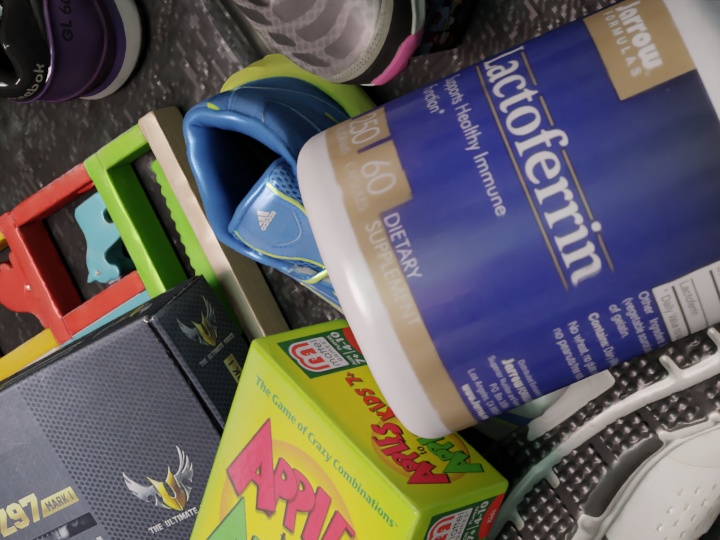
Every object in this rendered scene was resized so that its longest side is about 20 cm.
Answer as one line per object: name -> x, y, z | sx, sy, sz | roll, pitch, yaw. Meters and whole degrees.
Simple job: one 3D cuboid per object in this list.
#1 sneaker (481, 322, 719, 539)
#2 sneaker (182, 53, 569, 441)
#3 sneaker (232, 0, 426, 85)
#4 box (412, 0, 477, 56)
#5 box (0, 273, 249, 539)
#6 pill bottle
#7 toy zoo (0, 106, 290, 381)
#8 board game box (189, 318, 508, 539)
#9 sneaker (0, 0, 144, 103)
sneaker -> 0.117, 0.059, 0.806 | 0.200, 0.080, 0.074 | -43, 48, 16
sneaker -> 0.000, 0.000, 0.837 | 0.200, 0.105, 0.076 | 46, 120, 16
sneaker -> -0.058, -0.145, 0.807 | 0.074, 0.087, 0.200 | -44, 77, 32
box -> -0.021, -0.194, 0.849 | 0.200, 0.038, 0.137 | 35, 117, 21
box -> -0.108, 0.111, 0.941 | 0.200, 0.051, 0.158 | -26, 99, 32
pill bottle -> 0.088, -0.030, 0.735 | 0.199, 0.116, 0.116 | -24, 87, 6
toy zoo -> -0.127, 0.029, 0.973 | 0.200, 0.020, 0.132 | -30, 84, 33
board game box -> -0.021, 0.131, 0.825 | 0.102, 0.047, 0.201 | 44, 130, 34
sneaker -> -0.180, -0.157, 0.928 | 0.200, 0.087, 0.076 | 50, 121, 14
